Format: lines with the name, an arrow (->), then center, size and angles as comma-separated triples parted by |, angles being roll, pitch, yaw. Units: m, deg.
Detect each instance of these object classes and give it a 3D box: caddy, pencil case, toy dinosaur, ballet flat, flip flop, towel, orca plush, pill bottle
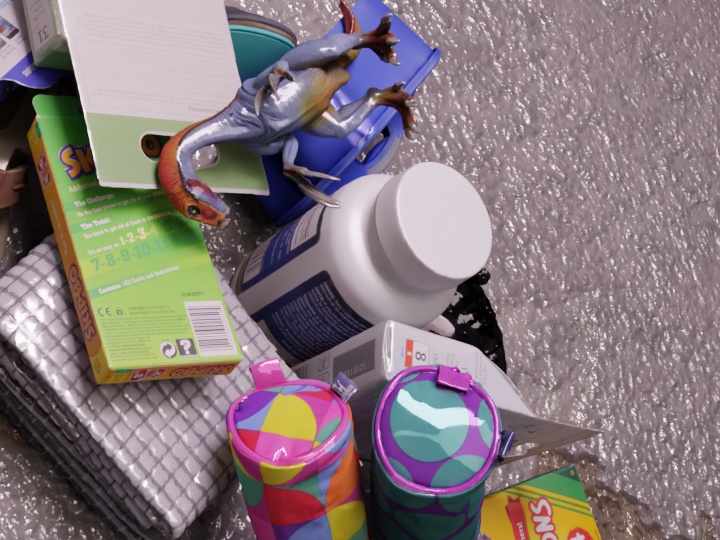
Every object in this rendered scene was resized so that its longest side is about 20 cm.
caddy -> -0.016, -0.117, 1.055 | 0.105, 0.141, 0.200 | 45, 51, -9
pencil case -> 0.048, 0.136, 0.913 | 0.084, 0.201, 0.093 | 28, 67, 13
pencil case -> -0.034, 0.158, 0.892 | 0.088, 0.088, 0.202 | -45, 141, -41
toy dinosaur -> -0.053, -0.096, 0.912 | 0.179, 0.200, 0.106 | -18, 112, -11
ballet flat -> -0.140, -0.175, 1.034 | 0.198, 0.073, 0.074 | -14, 79, -34
flip flop -> -0.247, -0.073, 0.910 | 0.081, 0.057, 0.202 | 32, 54, -22
towel -> -0.150, 0.062, 0.911 | 0.200, 0.085, 0.166 | 49, 47, -7
orca plush -> 0.075, 0.026, 1.107 | 0.105, 0.071, 0.202 | -24, 86, -42
pill bottle -> 0.000, 0.000, 0.974 | 0.110, 0.199, 0.112 | 16, 62, -31

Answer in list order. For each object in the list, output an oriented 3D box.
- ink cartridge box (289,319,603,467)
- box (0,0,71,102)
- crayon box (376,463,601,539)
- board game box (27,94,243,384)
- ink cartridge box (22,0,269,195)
ink cartridge box -> 0.051, 0.098, 0.996 | 0.198, 0.162, 0.051 | 14, 64, -33
box -> -0.274, -0.190, 0.922 | 0.199, 0.042, 0.119 | 38, 49, -3
crayon box -> 0.107, 0.237, 1.052 | 0.198, 0.051, 0.128 | -13, 79, -40
board game box -> -0.147, -0.024, 0.877 | 0.095, 0.030, 0.202 | -1, 61, -37
ink cartridge box -> -0.146, -0.140, 0.921 | 0.144, 0.048, 0.203 | 0, 72, -45
